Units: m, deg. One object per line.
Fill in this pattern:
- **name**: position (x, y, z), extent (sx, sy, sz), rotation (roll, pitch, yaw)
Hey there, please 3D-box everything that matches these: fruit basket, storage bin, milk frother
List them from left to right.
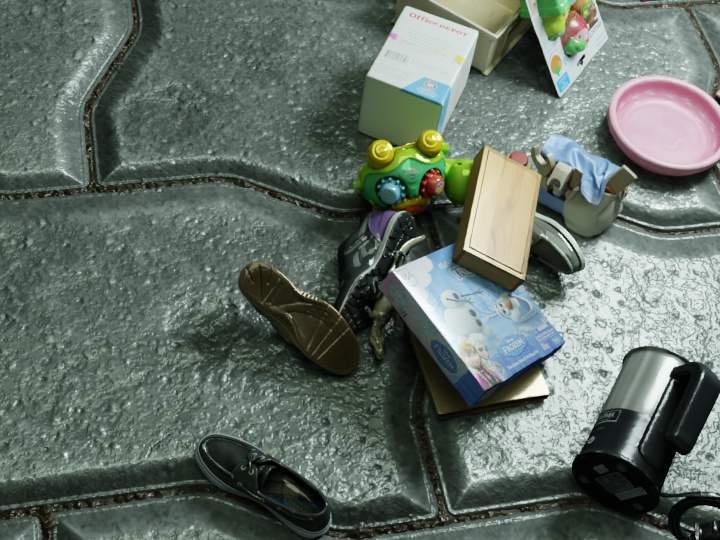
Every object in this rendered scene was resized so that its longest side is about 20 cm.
- **storage bin**: position (0.187, -0.458, 1.992), extent (0.199, 0.094, 0.199), rotation (31, 57, 15)
- **fruit basket**: position (0.344, -0.420, 1.936), extent (0.093, 0.201, 0.185), rotation (-1, 38, 46)
- **milk frother**: position (0.404, 0.231, 1.516), extent (0.201, 0.180, 0.189), rotation (52, 53, -23)

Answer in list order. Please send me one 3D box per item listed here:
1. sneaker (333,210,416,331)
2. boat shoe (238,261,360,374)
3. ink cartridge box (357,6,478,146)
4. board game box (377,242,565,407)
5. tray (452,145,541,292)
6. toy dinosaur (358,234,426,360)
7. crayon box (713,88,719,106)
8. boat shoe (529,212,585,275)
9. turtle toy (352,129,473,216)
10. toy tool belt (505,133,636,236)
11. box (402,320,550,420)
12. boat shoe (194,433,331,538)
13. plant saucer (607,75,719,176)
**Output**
- **sneaker**: position (0.000, 0.000, 1.666), extent (0.087, 0.076, 0.201), rotation (9, 55, 36)
- **boat shoe**: position (-0.083, 0.064, 1.593), extent (0.199, 0.065, 0.072), rotation (39, 78, -3)
- **ink cartridge box**: position (0.095, -0.304, 1.849), extent (0.127, 0.126, 0.201), rotation (22, 54, 8)
- **board game box**: position (0.152, 0.060, 1.575), extent (0.199, 0.043, 0.200), rotation (-23, 69, -46)
- **tray**: position (0.193, -0.076, 1.646), extent (0.098, 0.037, 0.201), rotation (26, 51, -13)
- **toy dinosaur**: position (0.039, 0.018, 1.613), extent (0.047, 0.088, 0.202), rotation (14, 68, 22)
- **crayon box**: position (0.683, -0.300, 1.969), extent (0.126, 0.051, 0.200), rotation (34, 57, 17)
- **boat shoe**: position (0.241, -0.054, 1.723), extent (0.060, 0.072, 0.202), rotation (-33, 58, -25)
- **turtle toy**: position (0.085, -0.134, 1.725), extent (0.198, 0.146, 0.102), rotation (-12, 78, -10)
- **toy tool belt**: position (0.310, -0.151, 1.768), extent (0.199, 0.123, 0.125), rotation (28, 55, 14)
- **box**: position (0.153, 0.102, 1.627), extent (0.162, 0.021, 0.201), rotation (-9, 55, -14)
- **boat shoe**: position (-0.118, 0.256, 1.459), extent (0.199, 0.057, 0.069), rotation (30, 56, 14)
- **plant saucer**: position (0.489, -0.225, 1.890), extent (0.198, 0.051, 0.202), rotation (4, 54, -5)
